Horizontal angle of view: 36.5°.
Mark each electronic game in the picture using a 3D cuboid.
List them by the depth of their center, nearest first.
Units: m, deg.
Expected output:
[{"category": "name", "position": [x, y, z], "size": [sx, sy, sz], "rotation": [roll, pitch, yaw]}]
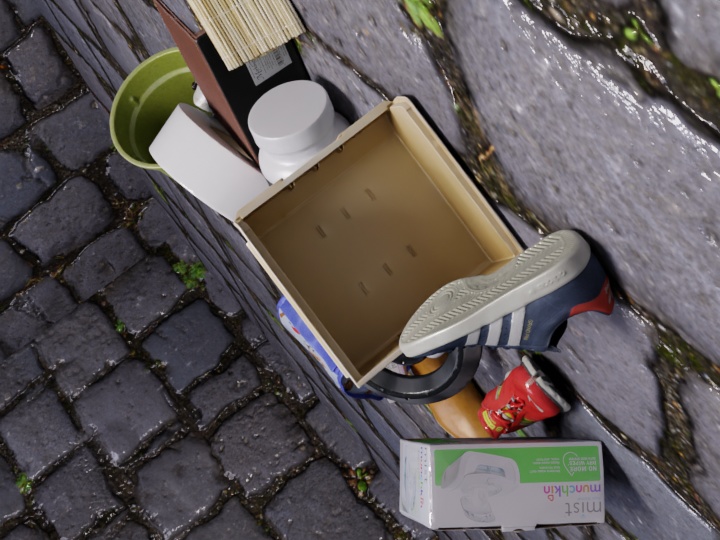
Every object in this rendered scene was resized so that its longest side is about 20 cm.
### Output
[{"category": "electronic game", "position": [0.053, 0.079, 1.342], "size": [0.201, 0.199, 0.042], "rotation": [56, -147, -14]}]

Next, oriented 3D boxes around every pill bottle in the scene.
[{"category": "pill bottle", "position": [0.022, -0.004, 1.144], "size": [0.199, 0.116, 0.116], "rotation": [30, 169, -3]}, {"category": "pill bottle", "position": [-0.049, -0.113, 1.258], "size": [0.116, 0.116, 0.201], "rotation": [42, 164, 43]}]

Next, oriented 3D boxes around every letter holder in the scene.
[{"category": "letter holder", "position": [-0.142, -0.245, 1.280], "size": [0.142, 0.100, 0.201], "rotation": [45, 166, 43]}]

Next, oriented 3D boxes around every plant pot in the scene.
[{"category": "plant pot", "position": [-0.247, -0.205, 1.662], "size": [0.200, 0.200, 0.184], "rotation": [46, 179, 30]}]

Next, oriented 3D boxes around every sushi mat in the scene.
[{"category": "sushi mat", "position": [-0.144, -0.308, 1.119], "size": [0.201, 0.095, 0.012], "rotation": [58, -169, -26]}]

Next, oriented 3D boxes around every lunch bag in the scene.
[{"category": "lunch bag", "position": [-0.024, 0.104, 1.695], "size": [0.170, 0.124, 0.200], "rotation": [47, -164, 26]}]

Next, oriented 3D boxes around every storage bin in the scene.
[{"category": "storage bin", "position": [0.012, -0.031, 1.040], "size": [0.199, 0.200, 0.094], "rotation": [53, 173, -1]}]

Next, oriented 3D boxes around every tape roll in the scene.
[{"category": "tape roll", "position": [-0.165, -0.125, 1.379], "size": [0.202, 0.071, 0.202], "rotation": [35, -171, -6]}]

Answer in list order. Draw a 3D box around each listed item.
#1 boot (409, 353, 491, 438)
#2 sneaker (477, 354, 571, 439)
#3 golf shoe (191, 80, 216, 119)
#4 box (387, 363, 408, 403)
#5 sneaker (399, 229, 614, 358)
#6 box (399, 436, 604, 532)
[{"category": "boot", "position": [0.113, 0.146, 1.506], "size": [0.201, 0.071, 0.144], "rotation": [51, 170, 32]}, {"category": "sneaker", "position": [0.177, 0.156, 1.237], "size": [0.077, 0.085, 0.200], "rotation": [50, 169, 10]}, {"category": "golf shoe", "position": [-0.178, -0.251, 1.419], "size": [0.078, 0.094, 0.200], "rotation": [48, 166, 32]}, {"category": "box", "position": [0.033, 0.100, 1.582], "size": [0.042, 0.038, 0.201], "rotation": [62, -171, -45]}, {"category": "sneaker", "position": [0.125, 0.045, 0.931], "size": [0.199, 0.075, 0.085], "rotation": [-27, 117, 36]}, {"category": "box", "position": [0.157, 0.244, 1.261], "size": [0.176, 0.198, 0.098], "rotation": [136, 134, -79]}]
